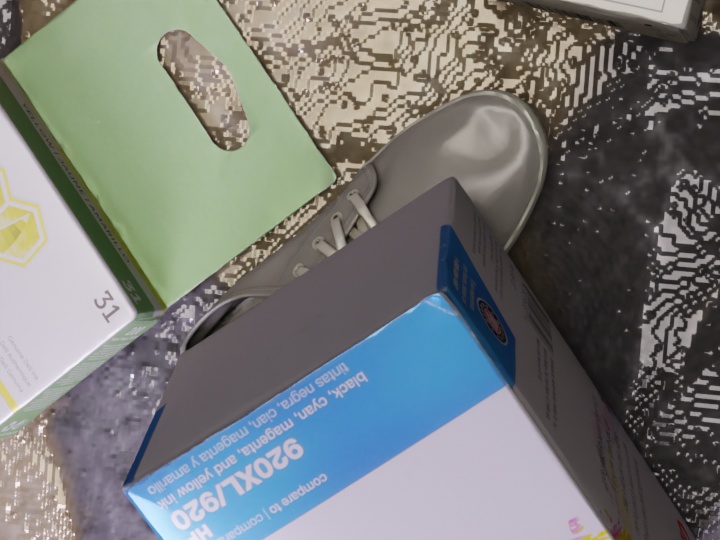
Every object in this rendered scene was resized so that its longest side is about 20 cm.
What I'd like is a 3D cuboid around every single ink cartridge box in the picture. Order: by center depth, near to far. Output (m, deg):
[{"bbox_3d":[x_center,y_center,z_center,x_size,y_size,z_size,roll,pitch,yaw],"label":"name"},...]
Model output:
[{"bbox_3d":[0.031,0.099,0.799,0.144,0.147,0.201,-32,103,13],"label":"ink cartridge box"},{"bbox_3d":[-0.131,-0.038,0.915,0.199,0.048,0.146,-37,82,14],"label":"ink cartridge box"}]

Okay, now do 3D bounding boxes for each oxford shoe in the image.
[{"bbox_3d":[0.000,0.000,0.879,0.200,0.058,0.075,-40,80,10],"label":"oxford shoe"}]

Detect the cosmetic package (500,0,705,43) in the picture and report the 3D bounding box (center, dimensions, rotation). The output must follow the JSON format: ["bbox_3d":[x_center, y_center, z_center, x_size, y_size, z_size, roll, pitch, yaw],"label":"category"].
[{"bbox_3d":[0.110,-0.204,0.839,0.104,0.071,0.202,15,95,12],"label":"cosmetic package"}]
